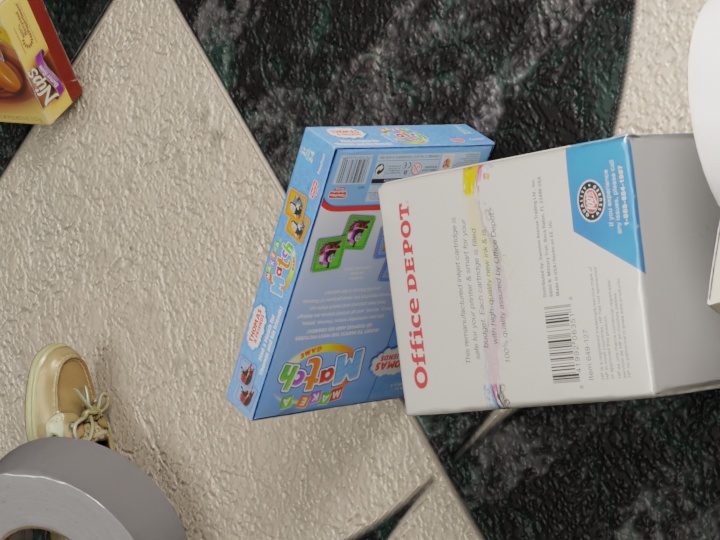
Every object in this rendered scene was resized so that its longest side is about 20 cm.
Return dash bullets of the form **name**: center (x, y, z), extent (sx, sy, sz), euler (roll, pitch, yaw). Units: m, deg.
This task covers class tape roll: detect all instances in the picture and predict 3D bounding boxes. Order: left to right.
- **tape roll**: center (-0.237, 0.239, 1.574), extent (0.199, 0.066, 0.202), euler (9, 116, 19)

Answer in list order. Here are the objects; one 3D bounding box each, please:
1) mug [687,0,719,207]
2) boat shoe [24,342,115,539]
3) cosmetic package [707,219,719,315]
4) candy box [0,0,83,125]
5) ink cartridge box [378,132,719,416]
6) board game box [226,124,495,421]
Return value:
- **mug**: center (0.267, -0.110, 0.996), extent (0.174, 0.200, 0.148), euler (-10, 48, 39)
- **boat shoe**: center (-0.228, 0.158, 1.619), extent (0.062, 0.073, 0.202), euler (0, 105, 36)
- **cosmetic package**: center (0.280, 0.028, 0.989), extent (0.105, 0.199, 0.071), euler (-28, 35, 45)
- **candy box**: center (-0.341, -0.189, 1.645), extent (0.199, 0.057, 0.117), euler (6, 132, 33)
- **ink cartridge box**: center (0.134, 0.003, 1.173), extent (0.199, 0.144, 0.149), euler (-7, 88, 46)
- **board game box**: center (0.000, 0.000, 1.306), extent (0.037, 0.151, 0.201), euler (35, 118, 38)
